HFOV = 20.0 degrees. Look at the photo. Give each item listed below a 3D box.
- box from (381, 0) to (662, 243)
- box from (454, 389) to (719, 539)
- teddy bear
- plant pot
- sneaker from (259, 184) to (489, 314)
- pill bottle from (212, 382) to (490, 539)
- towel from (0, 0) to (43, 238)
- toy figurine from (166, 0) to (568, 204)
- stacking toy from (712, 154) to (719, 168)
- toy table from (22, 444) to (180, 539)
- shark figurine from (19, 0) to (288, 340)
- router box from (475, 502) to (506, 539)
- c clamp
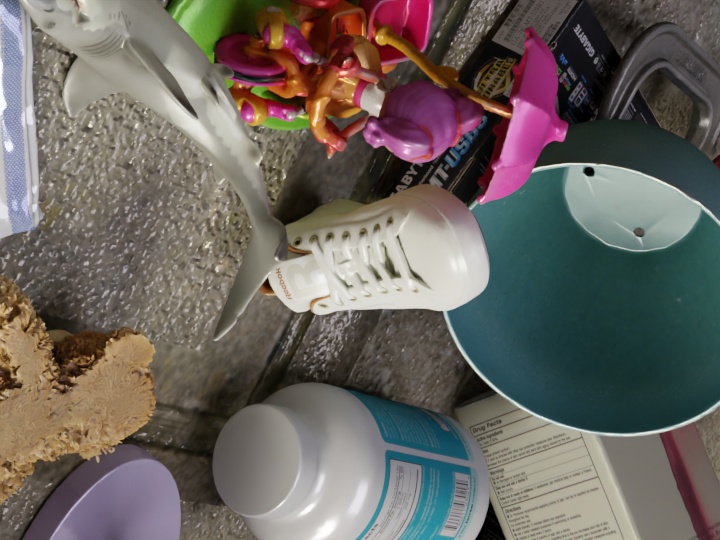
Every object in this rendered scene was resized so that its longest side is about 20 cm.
[{"bbox_3d":[0.110,-0.061,1.363,0.199,0.050,0.200,-53,145,-6],"label":"box"},{"bbox_3d":[0.175,0.161,1.458,0.108,0.127,0.202,-18,86,-42],"label":"box"},{"bbox_3d":[-0.207,0.073,1.086,0.199,0.067,0.146,-31,128,-23],"label":"teddy bear"},{"bbox_3d":[0.162,-0.016,1.282,0.135,0.198,0.201,-63,160,-51],"label":"plant pot"},{"bbox_3d":[0.000,0.000,1.167,0.084,0.200,0.073,-25,100,-26],"label":"sneaker"},{"bbox_3d":[-0.009,0.133,1.317,0.199,0.110,0.111,20,101,-54],"label":"pill bottle"},{"bbox_3d":[-0.238,-0.050,0.979,0.199,0.024,0.148,-26,133,-37],"label":"towel"},{"bbox_3d":[0.019,-0.105,1.106,0.199,0.184,0.151,-19,130,-40],"label":"toy figurine"},{"bbox_3d":[0.300,-0.090,1.495,0.200,0.085,0.086,-37,144,-53],"label":"stacking toy"},{"bbox_3d":[-0.139,0.222,1.223,0.183,0.117,0.201,-15,128,-43],"label":"toy table"},{"bbox_3d":[-0.109,-0.080,1.052,0.215,0.089,0.129,53,27,-23],"label":"shark figurine"},{"bbox_3d":[0.172,0.201,1.633,0.158,0.052,0.200,-58,145,1],"label":"router box"},{"bbox_3d":[0.200,-0.076,1.403,0.172,0.027,0.200,-57,147,-2],"label":"c clamp"}]
